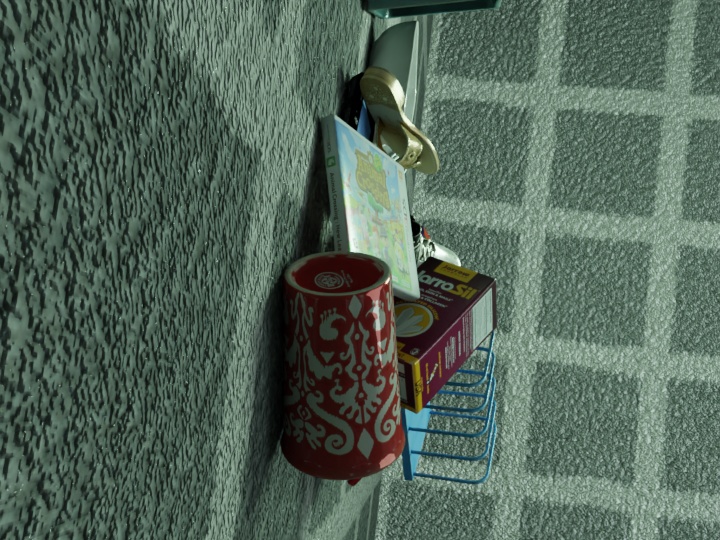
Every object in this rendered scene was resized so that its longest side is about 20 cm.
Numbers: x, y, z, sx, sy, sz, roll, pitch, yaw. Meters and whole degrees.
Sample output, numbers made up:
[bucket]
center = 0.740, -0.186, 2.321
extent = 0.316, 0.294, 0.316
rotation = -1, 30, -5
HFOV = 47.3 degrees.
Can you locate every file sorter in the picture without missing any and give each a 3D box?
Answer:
[file sorter]
center = 0.126, 0.183, 1.162
extent = 0.139, 0.122, 0.201
rotation = -67, 155, -51

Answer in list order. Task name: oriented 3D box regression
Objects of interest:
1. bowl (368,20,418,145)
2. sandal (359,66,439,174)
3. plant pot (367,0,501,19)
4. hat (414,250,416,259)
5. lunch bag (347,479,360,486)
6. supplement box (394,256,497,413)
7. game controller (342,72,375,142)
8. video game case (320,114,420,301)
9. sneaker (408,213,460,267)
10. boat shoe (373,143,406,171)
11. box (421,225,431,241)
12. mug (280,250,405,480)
[bowl]
center = 0.050, -0.288, 1.366
extent = 0.200, 0.074, 0.201
rotation = 84, 12, -62
[sandal]
center = 0.041, -0.178, 1.127
extent = 0.070, 0.077, 0.212
rotation = -62, 144, -22
[plant pot]
center = 0.109, -0.494, 1.232
extent = 0.196, 0.195, 0.202
rotation = -61, 147, -75
[hat]
center = 0.000, 0.046, 1.107
extent = 0.200, 0.081, 0.202
rotation = -32, 132, -43
[lunch bag]
center = 0.022, 0.217, 1.263
extent = 0.177, 0.082, 0.200
rotation = -58, 178, 16
[supplement box]
center = 0.082, 0.078, 1.068
extent = 0.200, 0.110, 0.086
rotation = -40, 137, -38
[game controller]
center = -0.006, -0.170, 1.104
extent = 0.105, 0.042, 0.201
rotation = 88, 10, -55
[video game case]
center = 0.016, -0.068, 0.986
extent = 0.200, 0.022, 0.183
rotation = 24, 56, -61
[sneaker]
center = 0.076, -0.024, 1.159
extent = 0.115, 0.199, 0.076
rotation = -25, -122, 59
[boat shoe]
center = 0.024, -0.124, 1.210
extent = 0.200, 0.068, 0.072
rotation = -56, 146, -55
[box]
center = 0.116, 0.016, 1.350
extent = 0.200, 0.039, 0.138
rotation = -80, 146, -72
[mug]
center = -0.037, 0.086, 0.856
extent = 0.133, 0.177, 0.201
rotation = -24, 123, -40
